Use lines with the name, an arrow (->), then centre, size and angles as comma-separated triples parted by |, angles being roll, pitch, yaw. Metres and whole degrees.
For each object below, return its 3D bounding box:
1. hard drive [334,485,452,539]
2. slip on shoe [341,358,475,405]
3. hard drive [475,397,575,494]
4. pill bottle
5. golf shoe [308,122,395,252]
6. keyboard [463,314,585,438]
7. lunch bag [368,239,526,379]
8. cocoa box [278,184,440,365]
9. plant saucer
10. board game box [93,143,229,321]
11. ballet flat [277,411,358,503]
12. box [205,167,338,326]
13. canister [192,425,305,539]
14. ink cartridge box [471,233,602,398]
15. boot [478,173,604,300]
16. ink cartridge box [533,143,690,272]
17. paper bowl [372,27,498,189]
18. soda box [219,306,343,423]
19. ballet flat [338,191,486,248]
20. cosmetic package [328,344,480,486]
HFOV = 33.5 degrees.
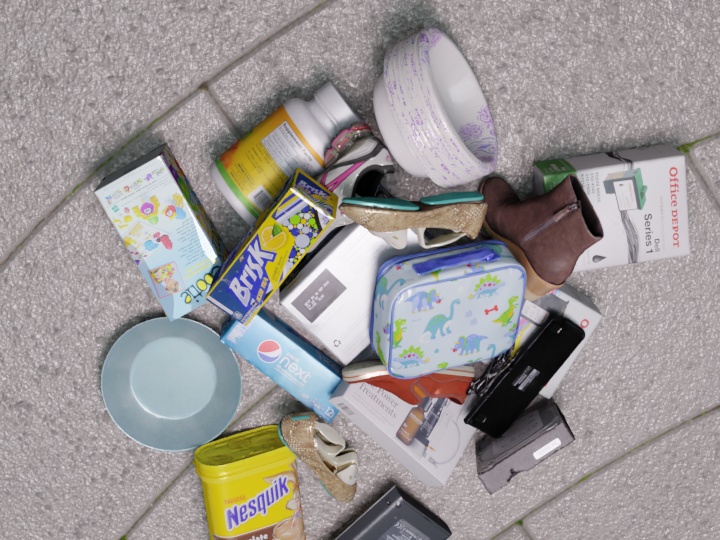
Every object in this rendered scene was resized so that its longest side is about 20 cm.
hard drive -> 0.022, 0.420, 1.771 | 0.200, 0.033, 0.139 | -43, 128, 7
slip on shoe -> 0.067, 0.152, 1.622 | 0.198, 0.074, 0.062 | 7, 88, -28
hard drive -> 0.226, 0.240, 1.674 | 0.139, 0.200, 0.038 | -34, 89, 6
pill bottle -> -0.093, -0.157, 1.590 | 0.199, 0.111, 0.111 | -38, 104, 6
golf shoe -> -0.031, -0.089, 1.543 | 0.072, 0.092, 0.201 | -2, 135, -47
keyboard -> 0.215, 0.136, 1.653 | 0.104, 0.040, 0.201 | 31, 103, -36
lunch bag -> 0.113, 0.045, 1.550 | 0.198, 0.083, 0.162 | -12, 129, -18
cocoa box -> 0.000, 0.000, 1.628 | 0.200, 0.131, 0.133 | -44, 105, 8
plant saucer -> -0.267, 0.157, 1.703 | 0.199, 0.039, 0.203 | -1, 106, -4
board game box -> -0.258, -0.053, 1.612 | 0.104, 0.103, 0.201 | -27, 105, 3
ballet flat -> -0.041, 0.266, 1.702 | 0.065, 0.071, 0.200 | -20, 135, 22
box -> -0.113, -0.028, 1.518 | 0.070, 0.064, 0.200 | 34, 115, -13
canister -> -0.153, 0.342, 1.723 | 0.147, 0.086, 0.202 | -14, 109, -24
ink cartridge box -> 0.217, 0.065, 1.686 | 0.199, 0.083, 0.147 | 29, 102, -11
boot -> 0.239, -0.078, 1.578 | 0.072, 0.201, 0.167 | -2, 148, -31
ink cartridge box -> 0.347, -0.085, 1.653 | 0.198, 0.084, 0.148 | -9, 106, -1
paper bowl -> 0.090, -0.202, 1.546 | 0.104, 0.201, 0.202 | -21, 107, 25
soda box -> -0.102, 0.124, 1.689 | 0.200, 0.068, 0.064 | 39, 98, -13
ballet flat -> 0.067, -0.060, 1.490 | 0.198, 0.070, 0.066 | -2, 105, -19
cosmetic package -> 0.073, 0.183, 1.686 | 0.200, 0.052, 0.151 | 42, 61, -15
